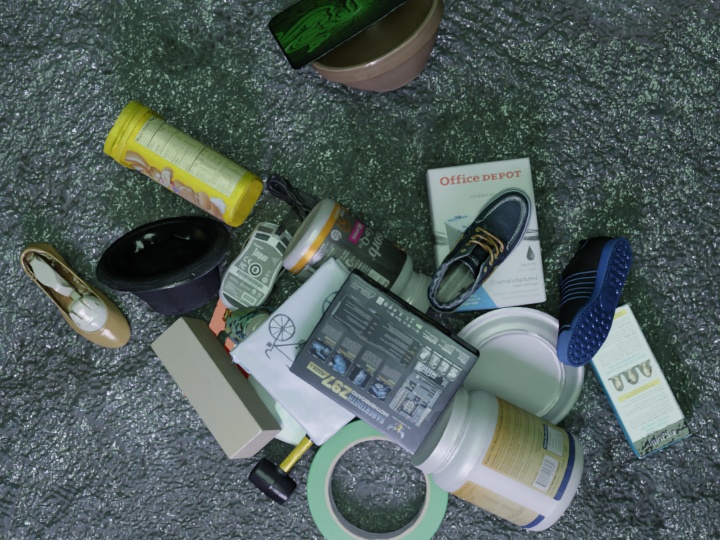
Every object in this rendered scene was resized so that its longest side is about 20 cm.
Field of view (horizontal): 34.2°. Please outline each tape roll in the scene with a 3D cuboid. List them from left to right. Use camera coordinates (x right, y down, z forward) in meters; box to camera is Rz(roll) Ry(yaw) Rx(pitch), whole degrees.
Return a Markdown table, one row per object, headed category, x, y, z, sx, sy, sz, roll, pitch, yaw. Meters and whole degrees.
| category | x | y | z | sx | sy | sz | roll | pitch | yaw |
| --- | --- | --- | --- | --- | --- | --- | --- | --- | --- |
| tape roll | 0.025 | 0.306 | 1.652 | 0.199 | 0.048 | 0.202 | 0 | 88 | 4 |

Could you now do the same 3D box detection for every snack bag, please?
| category | x | y | z | sx | sy | sz | roll | pitch | yaw |
| --- | --- | --- | --- | --- | --- | --- | --- | --- | --- |
| snack bag | -0.044 | 0.114 | 1.568 | 0.200 | 0.021 | 0.189 | -43 | 97 | 8 |

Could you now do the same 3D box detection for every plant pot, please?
| category | x | y | z | sx | sy | sz | roll | pitch | yaw |
| --- | --- | --- | --- | --- | --- | --- | --- | --- | --- |
| plant pot | 0.033 | -0.315 | 1.625 | 0.200 | 0.201 | 0.093 | -33 | 130 | 2 |

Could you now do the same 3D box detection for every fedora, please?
| category | x | y | z | sx | sy | sz | roll | pitch | yaw |
| --- | --- | --- | --- | --- | --- | --- | --- | --- | --- |
| fedora | -0.267 | 0.004 | 1.643 | 0.199 | 0.201 | 0.092 | -15 | 121 | 3 |

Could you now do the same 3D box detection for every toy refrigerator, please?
| category | x | y | z | sx | sy | sz | roll | pitch | yaw |
| --- | --- | --- | --- | --- | --- | --- | --- | --- | --- |
| toy refrigerator | -0.203 | 0.165 | 1.633 | 0.070 | 0.076 | 0.200 | -41 | 74 | 9 |

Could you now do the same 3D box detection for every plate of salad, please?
| category | x | y | z | sx | sy | sz | roll | pitch | yaw |
| --- | --- | --- | --- | --- | --- | --- | --- | --- | --- |
| plate of salad | 0.212 | 0.142 | 1.640 | 0.199 | 0.048 | 0.201 | 0 | 109 | -1 |

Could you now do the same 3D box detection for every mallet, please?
| category | x | y | z | sx | sy | sz | roll | pitch | yaw |
| --- | --- | --- | --- | --- | --- | --- | --- | --- | --- |
| mallet | -0.068 | 0.244 | 1.620 | 0.200 | 0.041 | 0.066 | -43 | 95 | 14 |

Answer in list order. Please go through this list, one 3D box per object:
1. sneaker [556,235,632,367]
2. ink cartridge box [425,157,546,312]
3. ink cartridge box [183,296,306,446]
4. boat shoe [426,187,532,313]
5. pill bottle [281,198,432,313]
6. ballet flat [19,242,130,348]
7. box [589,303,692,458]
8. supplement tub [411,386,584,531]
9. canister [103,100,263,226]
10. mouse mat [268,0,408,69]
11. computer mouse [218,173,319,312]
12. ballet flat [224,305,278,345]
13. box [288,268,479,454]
| category | x | y | z | sx | sy | sz | roll | pitch | yaw |
| --- | --- | --- | --- | --- | --- | --- | --- | --- | --- |
| sneaker | 0.304 | 0.041 | 1.605 | 0.070 | 0.078 | 0.201 | 42 | 66 | -32 |
| ink cartridge box | 0.174 | -0.048 | 1.634 | 0.146 | 0.086 | 0.201 | -7 | 90 | 3 |
| ink cartridge box | -0.137 | 0.142 | 1.667 | 0.199 | 0.047 | 0.161 | 21 | 90 | 2 |
| boat shoe | 0.161 | -0.026 | 1.544 | 0.071 | 0.091 | 0.201 | 37 | 90 | 3 |
| pill bottle | 0.000 | 0.000 | 1.616 | 0.200 | 0.116 | 0.117 | 34 | 91 | -10 |
| ballet flat | -0.415 | 0.040 | 1.681 | 0.200 | 0.063 | 0.069 | 42 | 92 | 4 |
| box | 0.377 | 0.152 | 1.632 | 0.082 | 0.049 | 0.201 | -25 | 87 | 3 |
| supplement tub | 0.182 | 0.248 | 1.576 | 0.199 | 0.144 | 0.145 | 27 | 90 | -11 |
| canister | -0.242 | -0.145 | 1.633 | 0.199 | 0.149 | 0.087 | 31 | 90 | 2 |
| mouse mat | -0.029 | -0.366 | 1.639 | 0.199 | 0.161 | 0.008 | -33 | 131 | 3 |
| computer mouse | -0.134 | -0.029 | 1.676 | 0.109 | 0.044 | 0.201 | 34 | 85 | -1 |
| ballet flat | -0.094 | 0.095 | 1.612 | 0.199 | 0.074 | 0.075 | 13 | 89 | 4 |
| box | 0.031 | 0.117 | 1.520 | 0.199 | 0.051 | 0.158 | 33 | 99 | 3 |
